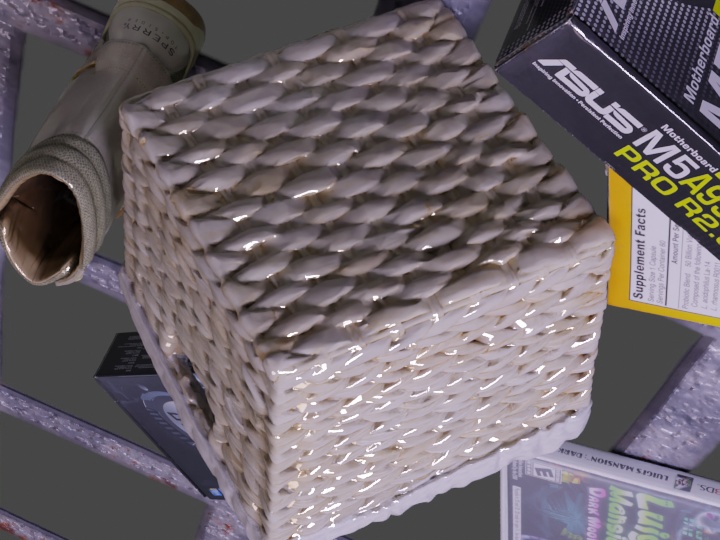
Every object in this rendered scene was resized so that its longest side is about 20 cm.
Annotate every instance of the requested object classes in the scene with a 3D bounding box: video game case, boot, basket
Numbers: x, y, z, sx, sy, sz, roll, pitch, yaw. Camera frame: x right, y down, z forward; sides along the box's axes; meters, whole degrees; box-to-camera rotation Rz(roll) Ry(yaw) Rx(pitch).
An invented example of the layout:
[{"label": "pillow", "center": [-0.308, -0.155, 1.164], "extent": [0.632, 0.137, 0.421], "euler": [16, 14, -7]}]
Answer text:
[{"label": "video game case", "center": [0.188, 0.194, 1.189], "extent": [0.180, 0.023, 0.201], "euler": [14, 144, 15]}, {"label": "boot", "center": [-0.158, -0.052, 0.950], "extent": [0.072, 0.155, 0.200], "euler": [27, 146, -4]}, {"label": "basket", "center": [0.000, 0.000, 0.835], "extent": [0.199, 0.199, 0.161], "euler": [57, 156, 31]}]

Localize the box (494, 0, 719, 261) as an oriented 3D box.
[{"label": "box", "center": [0.149, -0.107, 0.650], "extent": [0.160, 0.201, 0.044], "euler": [38, 143, -19]}]

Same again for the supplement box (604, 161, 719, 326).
[{"label": "supplement box", "center": [0.222, -0.038, 0.779], "extent": [0.198, 0.110, 0.109], "euler": [12, 144, 16]}]

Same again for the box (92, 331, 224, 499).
[{"label": "box", "center": [-0.072, 0.106, 1.210], "extent": [0.199, 0.044, 0.161], "euler": [-4, 137, 35]}]
